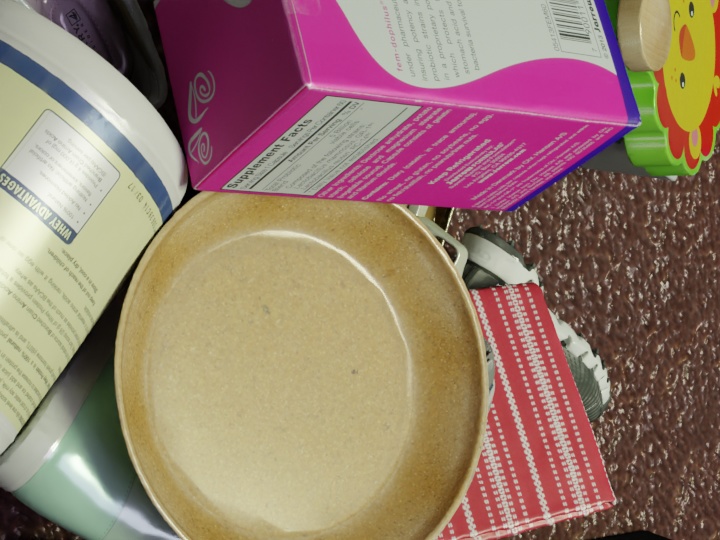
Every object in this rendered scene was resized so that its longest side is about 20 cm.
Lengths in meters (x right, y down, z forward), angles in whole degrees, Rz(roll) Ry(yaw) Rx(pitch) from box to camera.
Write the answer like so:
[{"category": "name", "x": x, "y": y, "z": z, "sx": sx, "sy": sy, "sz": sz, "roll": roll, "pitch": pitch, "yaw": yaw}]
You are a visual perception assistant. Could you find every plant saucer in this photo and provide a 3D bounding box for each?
[{"category": "plant saucer", "x": -0.030, "y": 0.052, "z": 0.751, "sx": 0.199, "sy": 0.035, "sz": 0.202, "roll": 6, "pitch": 79, "yaw": -30}]

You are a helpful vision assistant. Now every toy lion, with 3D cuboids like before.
[{"category": "toy lion", "x": 0.174, "y": -0.163, "z": 0.919, "sx": 0.191, "sy": 0.068, "sz": 0.202, "roll": 21, "pitch": 73, "yaw": -57}]

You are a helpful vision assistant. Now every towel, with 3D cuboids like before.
[{"category": "towel", "x": 0.028, "y": 0.087, "z": 0.869, "sx": 0.198, "sy": 0.023, "sz": 0.146, "roll": -10, "pitch": 67, "yaw": -16}]

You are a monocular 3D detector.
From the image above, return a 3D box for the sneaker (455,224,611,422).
[{"category": "sneaker", "x": 0.096, "y": 0.059, "z": 1.012, "sx": 0.091, "sy": 0.066, "sz": 0.200, "roll": -53, "pitch": 138, "yaw": -11}]

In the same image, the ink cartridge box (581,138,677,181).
[{"category": "ink cartridge box", "x": 0.169, "y": -0.179, "z": 1.016, "sx": 0.146, "sy": 0.083, "sz": 0.202, "roll": 26, "pitch": 81, "yaw": -42}]

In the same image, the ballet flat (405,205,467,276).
[{"category": "ballet flat", "x": 0.036, "y": -0.025, "z": 0.937, "sx": 0.067, "sy": 0.075, "sz": 0.202, "roll": 11, "pitch": 92, "yaw": -45}]

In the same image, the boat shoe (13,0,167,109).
[{"category": "boat shoe", "x": -0.156, "y": -0.159, "z": 0.742, "sx": 0.074, "sy": 0.064, "sz": 0.203, "roll": -43, "pitch": 124, "yaw": -27}]

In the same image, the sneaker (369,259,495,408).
[{"category": "sneaker", "x": 0.000, "y": 0.000, "z": 0.848, "sx": 0.075, "sy": 0.199, "sz": 0.082, "roll": -47, "pitch": 170, "yaw": -28}]

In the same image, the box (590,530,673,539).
[{"category": "box", "x": 0.178, "y": 0.255, "z": 1.094, "sx": 0.199, "sy": 0.122, "sz": 0.107, "roll": 0, "pitch": 99, "yaw": -42}]

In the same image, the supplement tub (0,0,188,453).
[{"category": "supplement tub", "x": -0.184, "y": -0.005, "z": 0.697, "sx": 0.145, "sy": 0.144, "sz": 0.201, "roll": 48, "pitch": 68, "yaw": -37}]

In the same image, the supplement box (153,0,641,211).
[{"category": "supplement box", "x": 0.018, "y": -0.097, "z": 0.739, "sx": 0.199, "sy": 0.103, "sz": 0.102, "roll": 3, "pitch": 65, "yaw": -38}]

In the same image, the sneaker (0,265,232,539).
[{"category": "sneaker", "x": -0.096, "y": 0.065, "z": 0.793, "sx": 0.118, "sy": 0.074, "sz": 0.201, "roll": 43, "pitch": 42, "yaw": -16}]
